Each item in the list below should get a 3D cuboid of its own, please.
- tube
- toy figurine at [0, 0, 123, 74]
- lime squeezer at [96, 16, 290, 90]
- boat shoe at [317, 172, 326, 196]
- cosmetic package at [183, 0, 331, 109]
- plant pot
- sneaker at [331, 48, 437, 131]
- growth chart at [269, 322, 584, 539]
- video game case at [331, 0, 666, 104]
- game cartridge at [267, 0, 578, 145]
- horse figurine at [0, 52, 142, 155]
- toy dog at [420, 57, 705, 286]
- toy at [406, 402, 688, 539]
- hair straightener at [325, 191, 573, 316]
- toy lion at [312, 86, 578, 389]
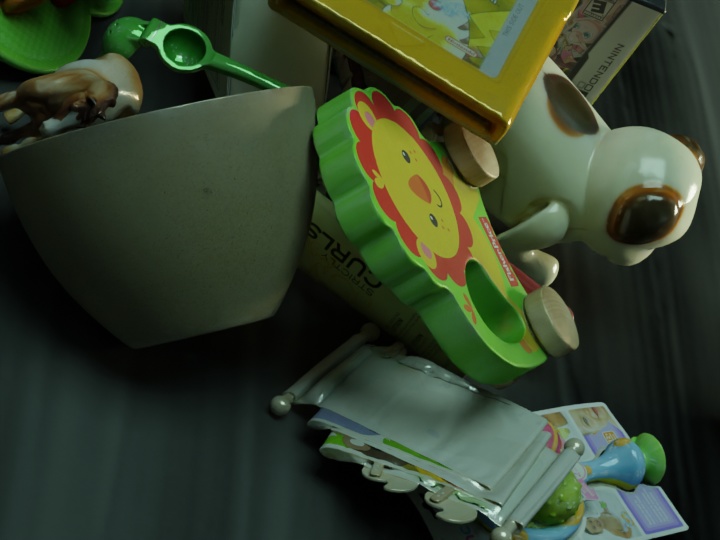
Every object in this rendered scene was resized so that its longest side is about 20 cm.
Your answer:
[{"bbox_3d":[0.000,0.000,1.477,0.200,0.058,0.052,36,8,-3],"label":"tube"},{"bbox_3d":[-0.165,-0.242,1.496,0.200,0.184,0.151,-20,85,-58],"label":"toy figurine"},{"bbox_3d":[-0.129,-0.134,1.441,0.199,0.071,0.038,5,36,28],"label":"lime squeezer"},{"bbox_3d":[-0.069,-0.084,1.512,0.199,0.069,0.071,11,43,-25],"label":"boat shoe"},{"bbox_3d":[-0.074,-0.188,1.537,0.071,0.106,0.200,0,28,-14],"label":"cosmetic package"},{"bbox_3d":[-0.112,-0.027,1.353,0.200,0.200,0.135,-15,91,-43],"label":"plant pot"},{"bbox_3d":[0.019,-0.173,1.559,0.074,0.087,0.200,31,29,-48],"label":"sneaker"},{"bbox_3d":[0.042,0.102,1.384,0.200,0.018,0.145,28,36,27],"label":"growth chart"},{"bbox_3d":[0.100,-0.180,1.639,0.199,0.181,0.026,20,48,-15],"label":"video game case"},{"bbox_3d":[0.055,-0.198,1.447,0.176,0.032,0.200,31,52,-2],"label":"game cartridge"},{"bbox_3d":[-0.189,-0.103,1.386,0.050,0.132,0.200,69,18,-1],"label":"horse figurine"},{"bbox_3d":[0.150,-0.082,1.568,0.200,0.194,0.140,27,29,8],"label":"toy dog"},{"bbox_3d":[0.122,0.131,1.430,0.200,0.047,0.115,-4,49,-37],"label":"toy"},{"bbox_3d":[0.052,-0.002,1.513,0.200,0.077,0.041,32,65,-20],"label":"hair straightener"},{"bbox_3d":[0.045,-0.021,1.368,0.200,0.069,0.192,65,23,8],"label":"toy lion"}]
